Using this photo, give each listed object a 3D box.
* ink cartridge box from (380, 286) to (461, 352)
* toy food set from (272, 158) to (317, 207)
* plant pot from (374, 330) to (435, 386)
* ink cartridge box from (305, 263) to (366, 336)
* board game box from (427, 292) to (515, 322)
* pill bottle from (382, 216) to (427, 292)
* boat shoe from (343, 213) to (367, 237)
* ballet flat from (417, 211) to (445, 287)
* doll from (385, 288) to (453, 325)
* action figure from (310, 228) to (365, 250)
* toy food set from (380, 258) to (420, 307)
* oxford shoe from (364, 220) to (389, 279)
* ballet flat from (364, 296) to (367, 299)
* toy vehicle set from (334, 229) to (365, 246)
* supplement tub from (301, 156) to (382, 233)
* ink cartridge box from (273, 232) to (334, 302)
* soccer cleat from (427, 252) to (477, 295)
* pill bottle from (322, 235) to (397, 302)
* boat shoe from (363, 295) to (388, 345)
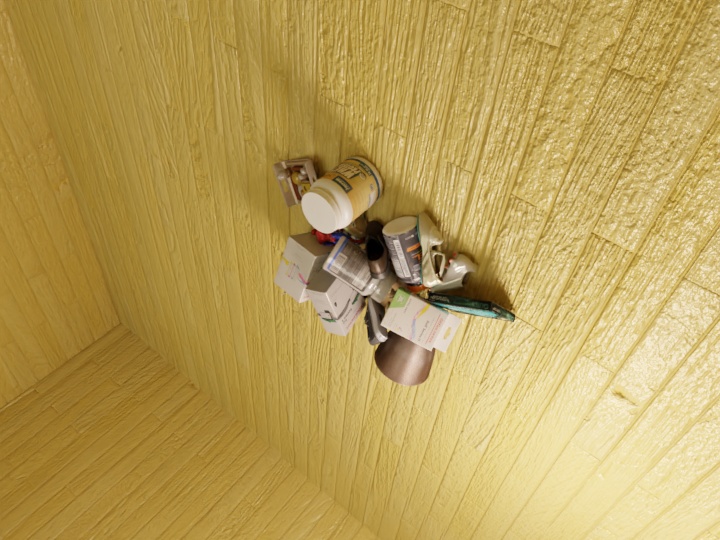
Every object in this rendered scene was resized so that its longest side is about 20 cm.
[{"bbox_3d":[0.171,0.142,1.612,0.199,0.118,0.067,26,-174,6],"label":"ink cartridge box"},{"bbox_3d":[-0.190,-0.258,1.751,0.199,0.060,0.145,12,125,54],"label":"toy food set"},{"bbox_3d":[0.159,0.216,1.771,0.186,0.187,0.201,34,127,19],"label":"plant pot"},{"bbox_3d":[-0.071,0.082,1.789,0.084,0.146,0.201,10,140,33],"label":"ink cartridge box"},{"bbox_3d":[0.297,0.099,1.553,0.199,0.028,0.135,8,169,44],"label":"board game box"},{"bbox_3d":[0.138,-0.040,1.598,0.106,0.106,0.201,7,128,43],"label":"pill bottle"},{"bbox_3d":[-0.041,-0.187,1.683,0.201,0.073,0.063,57,149,0],"label":"boat shoe"},{"bbox_3d":[0.191,-0.057,1.528,0.069,0.069,0.202,3,100,45],"label":"ballet flat"},{"bbox_3d":[0.174,0.120,1.671,0.198,0.137,0.049,16,165,8],"label":"doll"},{"bbox_3d":[-0.070,-0.098,1.766,0.199,0.052,0.066,16,129,28],"label":"action figure"},{"bbox_3d":[0.090,0.044,1.776,0.198,0.049,0.200,50,144,-2],"label":"toy food set"},{"bbox_3d":[0.046,-0.078,1.610,0.072,0.201,0.085,-13,137,6],"label":"oxford shoe"},{"bbox_3d":[-0.009,0.033,1.864,0.046,0.068,0.201,6,132,17],"label":"ballet flat"},{"bbox_3d":[-0.073,-0.141,1.796,0.200,0.026,0.124,50,145,-2],"label":"toy vehicle set"},{"bbox_3d":[-0.049,-0.203,1.563,0.144,0.200,0.145,27,140,26],"label":"supplement tub"},{"bbox_3d":[-0.174,-0.002,1.846,0.125,0.128,0.201,36,120,26],"label":"ink cartridge box"},{"bbox_3d":[0.247,0.030,1.583,0.077,0.069,0.200,35,142,5],"label":"soccer cleat"},{"bbox_3d":[0.000,0.000,1.671,0.199,0.114,0.114,34,144,-3],"label":"pill bottle"},{"bbox_3d":[0.040,0.155,1.817,0.066,0.201,0.070,-37,128,22],"label":"boat shoe"}]
